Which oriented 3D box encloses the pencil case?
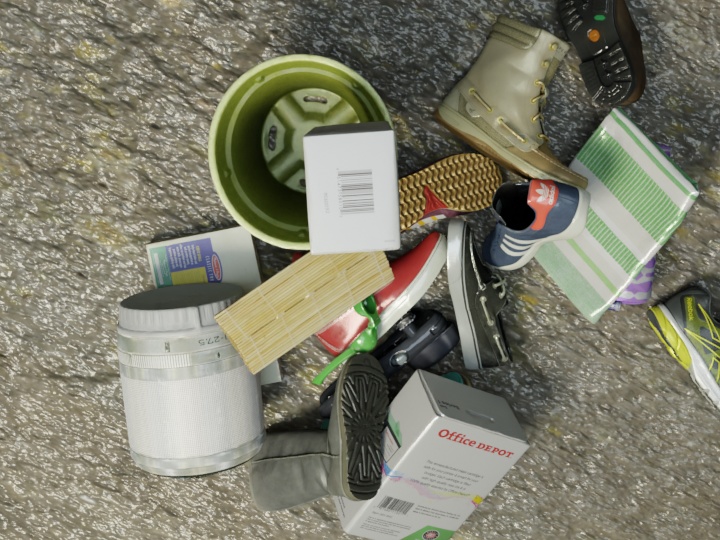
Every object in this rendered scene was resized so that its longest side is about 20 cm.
[{"bbox_3d":[0.312,-0.057,1.241,0.085,0.084,0.202,10,100,23],"label":"pencil case"}]

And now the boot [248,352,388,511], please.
[{"bbox_3d":[-0.055,0.197,1.259,0.072,0.199,0.184,17,71,-31],"label":"boot"}]

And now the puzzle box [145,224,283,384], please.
[{"bbox_3d":[-0.178,0.050,1.295,0.132,0.025,0.202,-10,100,4],"label":"puzzle box"}]

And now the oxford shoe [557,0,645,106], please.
[{"bbox_3d":[0.279,-0.283,1.208,0.072,0.084,0.202,-15,83,39],"label":"oxford shoe"}]

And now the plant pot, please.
[{"bbox_3d":[-0.060,-0.138,1.178,0.198,0.184,0.203,0,101,0],"label":"plant pot"}]

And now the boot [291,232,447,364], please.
[{"bbox_3d":[0.000,0.000,1.262,0.144,0.072,0.200,43,102,-5],"label":"boot"}]

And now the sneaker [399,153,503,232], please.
[{"bbox_3d":[0.072,-0.088,1.246,0.198,0.090,0.076,-16,93,-23],"label":"sneaker"}]

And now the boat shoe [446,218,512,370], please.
[{"bbox_3d":[0.143,0.027,1.246,0.063,0.071,0.202,-5,120,16],"label":"boat shoe"}]

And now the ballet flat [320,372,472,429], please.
[{"bbox_3d":[0.049,0.188,1.301,0.198,0.071,0.071,-22,99,7],"label":"ballet flat"}]

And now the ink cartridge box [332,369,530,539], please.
[{"bbox_3d":[0.080,0.229,1.244,0.144,0.084,0.201,21,118,-30],"label":"ink cartridge box"}]

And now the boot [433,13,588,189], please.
[{"bbox_3d":[0.203,-0.188,1.202,0.199,0.073,0.156,35,94,19],"label":"boot"}]

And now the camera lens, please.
[{"bbox_3d":[-0.195,0.127,1.216,0.158,0.160,0.202,-5,100,2],"label":"camera lens"}]

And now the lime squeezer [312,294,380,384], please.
[{"bbox_3d":[-0.007,0.050,1.232,0.070,0.038,0.202,25,115,36],"label":"lime squeezer"}]

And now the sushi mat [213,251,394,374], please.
[{"bbox_3d":[-0.059,0.028,1.163,0.199,0.012,0.096,-34,124,-9],"label":"sushi mat"}]

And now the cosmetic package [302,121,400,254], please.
[{"bbox_3d":[-0.006,-0.083,0.993,0.084,0.200,0.109,-4,99,0],"label":"cosmetic package"}]

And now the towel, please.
[{"bbox_3d":[0.277,-0.063,1.201,0.153,0.023,0.201,51,123,26],"label":"towel"}]

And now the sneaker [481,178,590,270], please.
[{"bbox_3d":[0.173,-0.059,1.188,0.084,0.200,0.076,19,67,-17],"label":"sneaker"}]

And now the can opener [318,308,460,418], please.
[{"bbox_3d":[0.028,0.116,1.284,0.199,0.063,0.079,-36,98,7],"label":"can opener"}]

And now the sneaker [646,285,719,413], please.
[{"bbox_3d":[0.434,0.107,1.268,0.084,0.075,0.200,-38,97,7],"label":"sneaker"}]
